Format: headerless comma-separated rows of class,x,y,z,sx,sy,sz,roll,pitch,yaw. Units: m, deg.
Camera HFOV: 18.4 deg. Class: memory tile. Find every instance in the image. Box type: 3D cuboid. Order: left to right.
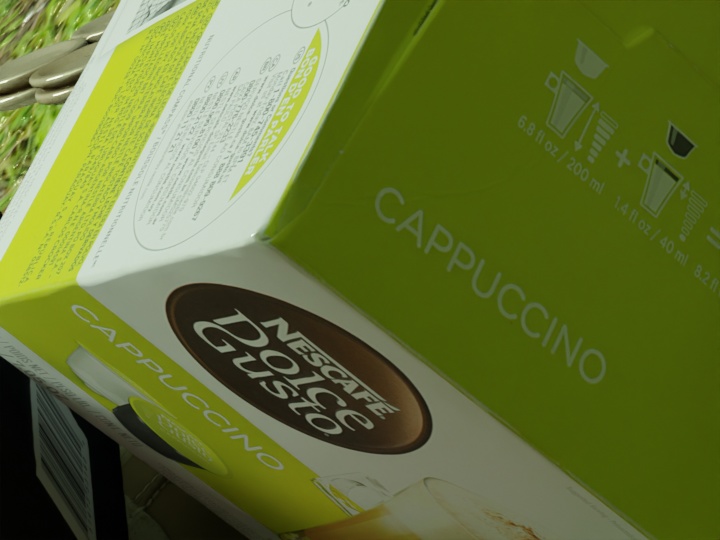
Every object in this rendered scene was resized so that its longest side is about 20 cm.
memory tile,-0.051,-0.110,0.906,0.199,0.017,0.153,-32,19,-32

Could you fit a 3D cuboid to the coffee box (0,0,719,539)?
coffee box,0.032,-0.022,0.686,0.197,0.199,0.201,-11,46,55

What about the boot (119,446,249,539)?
boot,-0.078,0.145,0.812,0.200,0.072,0.155,-49,24,19

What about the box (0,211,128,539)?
box,-0.187,0.101,0.741,0.197,0.124,0.201,-23,37,5
